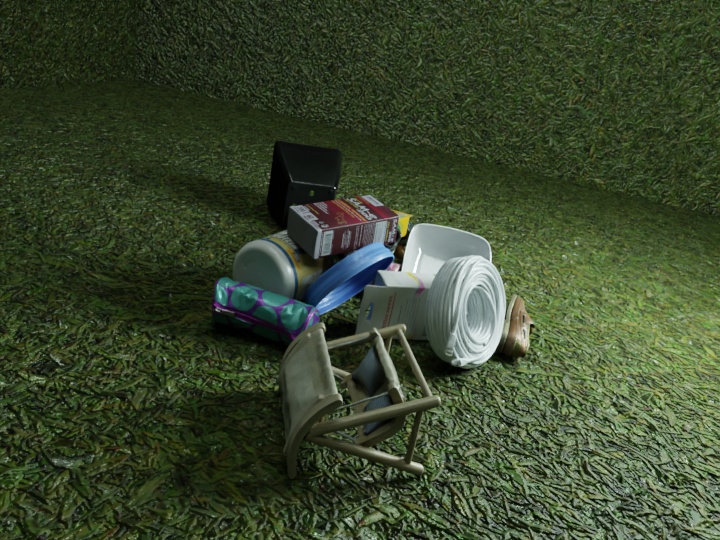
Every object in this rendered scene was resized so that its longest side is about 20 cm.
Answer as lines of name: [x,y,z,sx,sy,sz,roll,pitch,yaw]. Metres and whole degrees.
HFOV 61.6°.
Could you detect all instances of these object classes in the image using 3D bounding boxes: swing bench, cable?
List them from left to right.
swing bench: [-0.015,0.174,0.858,0.193,0.134,0.200,5,23,-14]
cable: [0.198,0.077,1.117,0.068,0.207,0.197,0,-10,42]

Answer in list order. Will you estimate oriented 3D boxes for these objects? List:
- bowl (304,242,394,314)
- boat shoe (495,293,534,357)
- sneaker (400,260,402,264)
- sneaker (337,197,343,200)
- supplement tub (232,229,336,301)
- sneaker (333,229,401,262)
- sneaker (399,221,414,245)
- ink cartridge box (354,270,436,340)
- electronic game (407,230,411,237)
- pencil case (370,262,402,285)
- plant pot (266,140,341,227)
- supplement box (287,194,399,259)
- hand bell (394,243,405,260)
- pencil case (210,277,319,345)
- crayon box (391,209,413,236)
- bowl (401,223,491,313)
bowl: [-0.025,0.016,1.165,0.040,0.200,0.199,54,36,10]
boat shoe: [0.324,0.120,1.251,0.066,0.074,0.201,20,33,12]
sneaker: [0.173,0.011,1.461,0.074,0.073,0.199,-20,28,-23]
sneaker: [-0.056,-0.130,1.567,0.194,0.079,0.143,16,59,10]
supplement tub: [-0.145,-0.004,1.206,0.141,0.149,0.199,20,23,23]
sneaker: [0.013,-0.059,1.263,0.197,0.084,0.078,-21,70,-47]
sneaker: [0.100,-0.126,1.747,0.078,0.077,0.200,6,27,-43]
ink cartridge box: [0.082,0.068,1.177,0.193,0.120,0.068,4,26,-18]
electronic game: [0.212,-0.059,1.536,0.195,0.043,0.200,22,6,-3]
pencil case: [0.000,0.000,1.354,0.194,0.085,0.086,17,22,17]
plant pot: [-0.150,-0.219,1.683,0.193,0.205,0.179,5,32,-16]
supplement box: [-0.032,-0.089,1.171,0.196,0.063,0.108,-13,36,-36]
hand bell: [0.072,-0.074,1.557,0.101,0.107,0.200,-1,29,-28]
pencil case: [-0.169,0.080,1.071,0.194,0.088,0.092,16,22,11]
crayon box: [0.040,-0.116,1.474,0.122,0.053,0.199,17,16,19]
bowl: [0.187,0.009,1.343,0.193,0.075,0.205,12,63,4]
